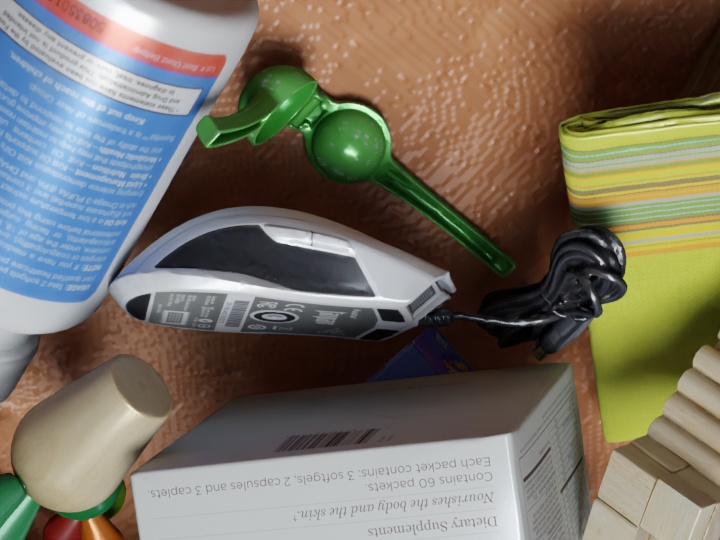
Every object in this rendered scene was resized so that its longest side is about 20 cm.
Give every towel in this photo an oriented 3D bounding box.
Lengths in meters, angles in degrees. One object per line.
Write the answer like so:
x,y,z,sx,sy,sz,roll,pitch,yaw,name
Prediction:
0.133,0.002,1.006,0.086,0.018,0.201,-6,139,7,towel

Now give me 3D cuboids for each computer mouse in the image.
0.000,0.000,0.980,0.199,0.110,0.044,5,75,-9,computer mouse

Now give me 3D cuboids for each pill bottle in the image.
-0.131,-0.046,0.964,0.112,0.112,0.201,25,113,-17,pill bottle

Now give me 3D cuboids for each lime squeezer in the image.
-0.008,-0.050,1.002,0.200,0.071,0.038,24,100,-49,lime squeezer

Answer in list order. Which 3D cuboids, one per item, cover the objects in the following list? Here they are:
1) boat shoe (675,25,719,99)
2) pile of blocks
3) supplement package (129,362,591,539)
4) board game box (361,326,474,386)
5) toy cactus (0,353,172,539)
0.172,-0.060,1.007,0.069,0.071,0.200,23,127,-22,boat shoe
0.174,0.048,0.977,0.200,0.062,0.082,-53,147,-3,pile of blocks
0.015,0.154,0.978,0.151,0.151,0.201,-7,97,14,supplement package
0.000,0.140,1.082,0.200,0.045,0.135,-42,87,16,board game box
-0.140,0.085,0.972,0.165,0.103,0.200,-41,157,27,toy cactus
